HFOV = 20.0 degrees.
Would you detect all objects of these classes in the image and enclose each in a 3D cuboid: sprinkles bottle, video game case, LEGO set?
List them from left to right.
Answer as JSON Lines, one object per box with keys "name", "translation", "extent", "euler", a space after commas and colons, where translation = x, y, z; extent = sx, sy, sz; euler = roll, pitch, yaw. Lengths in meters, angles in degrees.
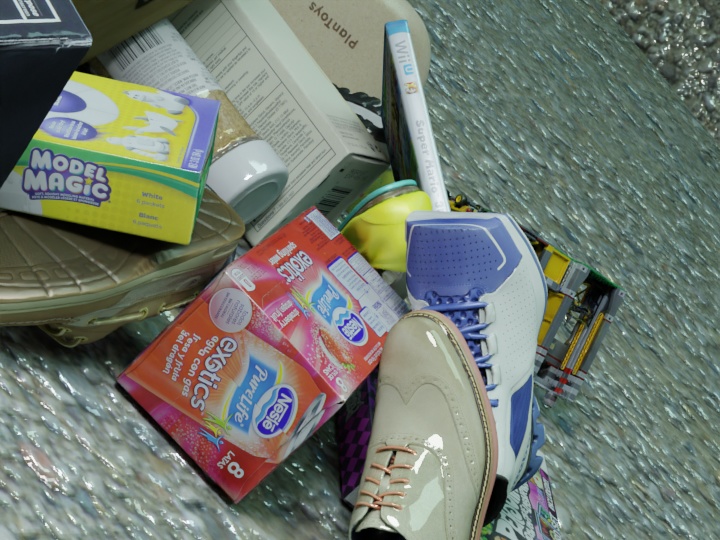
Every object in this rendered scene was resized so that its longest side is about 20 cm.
{"name": "sprinkles bottle", "translation": [-0.131, -0.120, 1.392], "extent": [0.200, 0.068, 0.068], "euler": [52, 19, 16]}
{"name": "video game case", "translation": [0.042, -0.047, 1.370], "extent": [0.143, 0.018, 0.201], "euler": [90, -12, -68]}
{"name": "video game case", "translation": [0.060, 0.135, 1.336], "extent": [0.181, 0.036, 0.200], "euler": [39, 20, -19]}
{"name": "LEGO set", "translation": [0.102, 0.027, 1.598], "extent": [0.153, 0.117, 0.200], "euler": [23, -6, 42]}

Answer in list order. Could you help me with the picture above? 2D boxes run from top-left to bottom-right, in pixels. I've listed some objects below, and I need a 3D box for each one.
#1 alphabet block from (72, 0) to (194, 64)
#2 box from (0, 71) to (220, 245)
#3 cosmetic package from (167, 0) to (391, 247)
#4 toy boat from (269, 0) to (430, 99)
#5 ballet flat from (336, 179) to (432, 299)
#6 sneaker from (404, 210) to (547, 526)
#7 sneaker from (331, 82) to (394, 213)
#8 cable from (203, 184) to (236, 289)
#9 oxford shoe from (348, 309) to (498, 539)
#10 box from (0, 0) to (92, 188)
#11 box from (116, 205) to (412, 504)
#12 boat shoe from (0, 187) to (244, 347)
{"name": "alphabet block", "translation": [-0.170, -0.274, 1.307], "extent": [0.199, 0.197, 0.196], "euler": [-33, 76, -33]}
{"name": "box", "translation": [-0.180, -0.074, 1.098], "extent": [0.198, 0.049, 0.118], "euler": [9, 24, -3]}
{"name": "cosmetic package", "translation": [-0.081, -0.120, 1.451], "extent": [0.201, 0.103, 0.073], "euler": [55, 19, 20]}
{"name": "toy boat", "translation": [-0.040, -0.197, 1.717], "extent": [0.200, 0.131, 0.131], "euler": [40, -10, -20]}
{"name": "ballet flat", "translation": [0.000, 0.000, 1.335], "extent": [0.066, 0.200, 0.067], "euler": [-20, 83, -24]}
{"name": "sneaker", "translation": [0.067, 0.071, 1.213], "extent": [0.115, 0.080, 0.201], "euler": [-60, 145, -60]}
{"name": "sneaker", "translation": [-0.054, -0.105, 1.536], "extent": [0.199, 0.091, 0.078], "euler": [32, 35, 27]}
{"name": "cable", "translation": [-0.157, -0.055, 1.251], "extent": [0.200, 0.051, 0.164], "euler": [24, 34, -55]}
{"name": "oxford shoe", "translation": [0.031, 0.120, 1.128], "extent": [0.074, 0.070, 0.202], "euler": [8, 76, -54]}
{"name": "box", "translation": [-0.267, -0.138, 0.955], "extent": [0.197, 0.123, 0.201], "euler": [-8, 58, -43]}
{"name": "box", "translation": [-0.049, 0.044, 1.189], "extent": [0.100, 0.095, 0.200], "euler": [46, 18, 0]}
{"name": "boat shoe", "translation": [-0.146, 0.006, 1.091], "extent": [0.199, 0.067, 0.074], "euler": [-12, 48, -44]}
